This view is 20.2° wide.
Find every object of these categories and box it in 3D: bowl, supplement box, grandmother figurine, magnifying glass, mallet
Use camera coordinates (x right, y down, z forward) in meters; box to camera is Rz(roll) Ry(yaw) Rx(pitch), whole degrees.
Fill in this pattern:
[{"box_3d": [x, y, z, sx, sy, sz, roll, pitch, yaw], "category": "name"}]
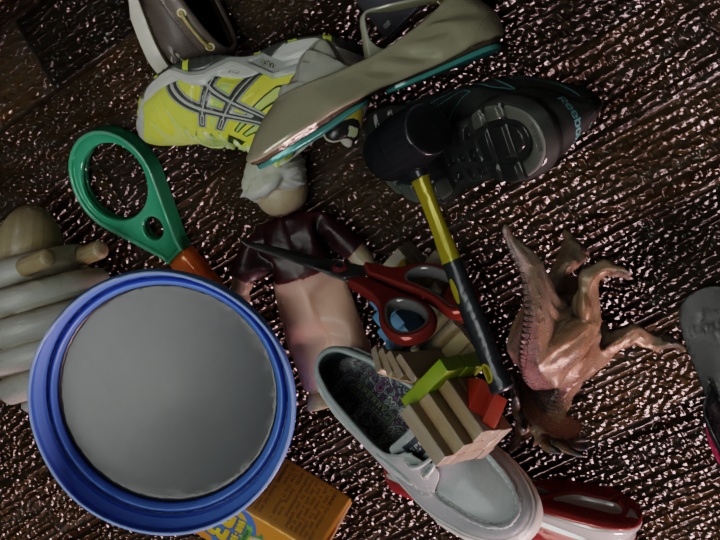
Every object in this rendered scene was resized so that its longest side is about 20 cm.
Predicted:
[{"box_3d": [-0.146, 0.096, 1.505, 0.199, 0.039, 0.202, 1, 101, 4], "category": "bowl"}, {"box_3d": [-0.111, 0.165, 1.579, 0.199, 0.069, 0.067, 29, 138, 1], "category": "supplement box"}, {"box_3d": [-0.044, 0.002, 1.514, 0.120, 0.061, 0.201, -15, 99, 5], "category": "grandmother figurine"}, {"box_3d": [-0.155, -0.028, 1.583, 0.200, 0.022, 0.080, 49, 124, 3], "category": "magnifying glass"}, {"box_3d": [0.054, -0.012, 1.366, 0.066, 0.041, 0.201, -13, 95, 59], "category": "mallet"}]

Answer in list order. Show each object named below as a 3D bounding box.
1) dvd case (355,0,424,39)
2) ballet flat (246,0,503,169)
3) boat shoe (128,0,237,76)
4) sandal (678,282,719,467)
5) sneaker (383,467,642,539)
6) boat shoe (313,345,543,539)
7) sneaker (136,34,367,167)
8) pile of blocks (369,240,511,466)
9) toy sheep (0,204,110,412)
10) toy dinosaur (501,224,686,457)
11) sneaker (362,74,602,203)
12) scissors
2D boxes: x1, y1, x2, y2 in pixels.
[{"box_3d": [0.004, -0.282, 1.397, 0.149, 0.016, 0.200, -41, 87, 35], "category": "dvd case"}, {"box_3d": [0.001, -0.139, 1.377, 0.199, 0.069, 0.070, -27, 96, -9], "category": "ballet flat"}, {"box_3d": [-0.151, -0.239, 1.470, 0.059, 0.072, 0.201, -15, 105, 27], "category": "boat shoe"}, {"box_3d": [0.266, 0.107, 1.384, 0.075, 0.045, 0.201, -20, 98, 32], "category": "sandal"}, {"box_3d": [0.104, 0.205, 1.495, 0.199, 0.078, 0.116, 15, 114, 25], "category": "sneaker"}, {"box_3d": [0.041, 0.124, 1.431, 0.200, 0.072, 0.070, 39, 89, 22], "category": "boat shoe"}, {"box_3d": [-0.084, -0.113, 1.464, 0.199, 0.075, 0.077, -12, 71, 34], "category": "sneaker"}, {"box_3d": [0.054, 0.042, 1.413, 0.062, 0.082, 0.201, -48, 41, 30], "category": "pile of blocks"}, {"box_3d": [-0.244, 0.047, 1.597, 0.137, 0.138, 0.201, -13, 86, 32], "category": "toy sheep"}, {"box_3d": [0.132, 0.056, 1.379, 0.136, 0.200, 0.086, -47, 52, -4], "category": "toy dinosaur"}, {"box_3d": [0.082, -0.093, 1.398, 0.199, 0.079, 0.076, 2, 116, 50], "category": "sneaker"}, {"box_3d": [0.000, 0.000, 1.439, 0.200, 0.073, 0.014, 30, 149, 42], "category": "scissors"}]
